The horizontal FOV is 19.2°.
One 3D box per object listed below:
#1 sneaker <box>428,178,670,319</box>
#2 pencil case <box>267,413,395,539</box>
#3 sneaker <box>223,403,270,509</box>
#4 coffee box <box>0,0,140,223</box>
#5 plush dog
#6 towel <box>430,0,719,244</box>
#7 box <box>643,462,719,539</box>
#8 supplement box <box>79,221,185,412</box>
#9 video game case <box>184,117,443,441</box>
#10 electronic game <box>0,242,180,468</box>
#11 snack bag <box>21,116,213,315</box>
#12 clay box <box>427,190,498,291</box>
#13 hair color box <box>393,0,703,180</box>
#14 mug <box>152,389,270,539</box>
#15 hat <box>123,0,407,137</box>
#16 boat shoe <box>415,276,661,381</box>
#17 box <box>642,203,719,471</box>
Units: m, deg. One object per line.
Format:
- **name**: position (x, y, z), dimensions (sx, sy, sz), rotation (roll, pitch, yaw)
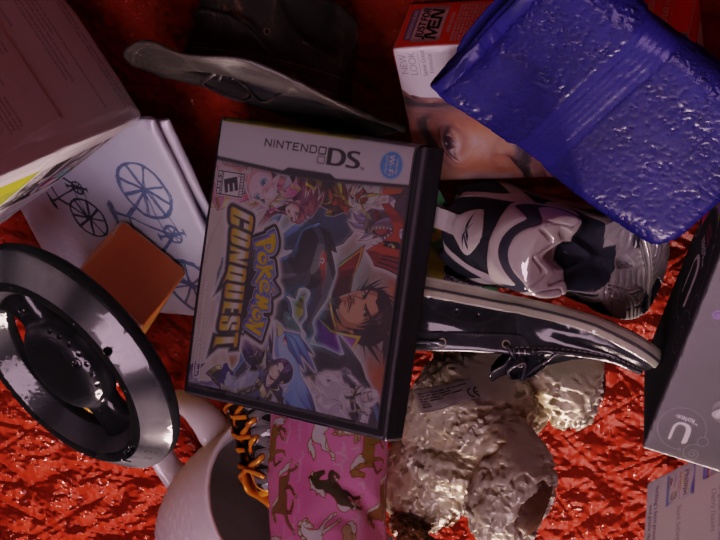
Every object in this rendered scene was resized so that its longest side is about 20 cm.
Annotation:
- **sneaker**: position (0.123, -0.021, 1.490), dimensions (0.129, 0.199, 0.080), rotation (23, 106, 37)
- **pencil case**: position (-0.019, 0.120, 1.525), dimensions (0.082, 0.201, 0.086), rotation (-5, 170, 38)
- **sneaker**: position (-0.062, 0.130, 1.586), dimensions (0.201, 0.077, 0.078), rotation (56, 153, 2)
- **coffee box**: position (-0.317, -0.116, 1.450), dimensions (0.197, 0.200, 0.200), rotation (-33, 91, 33)
- **plush dog**: position (0.070, 0.128, 1.574), dimensions (0.160, 0.200, 0.172), rotation (31, 133, 2)
- **towel**: position (0.163, -0.114, 1.372), dimensions (0.200, 0.050, 0.148), rotation (35, 133, -13)
- **box**: position (0.339, 0.204, 1.569), dimensions (0.183, 0.105, 0.200), rotation (32, 138, -25)
- **supplement box**: position (-0.202, 0.047, 1.625), dimensions (0.069, 0.067, 0.200), rotation (38, 144, -2)
- **video game case**: position (-0.036, 0.002, 1.478), dimensions (0.180, 0.025, 0.201), rotation (10, 94, 34)
- **electronic game**: position (-0.211, 0.064, 1.559), dimensions (0.199, 0.042, 0.201), rotation (28, 142, 24)
- **snack bag**: position (-0.183, -0.039, 1.591), dimensions (0.199, 0.021, 0.189), rotation (3, 131, 39)
- **clay box**: position (0.000, 0.000, 1.580), dimensions (0.199, 0.048, 0.115), rotation (-19, 117, 27)
- **hair color box**: position (0.132, -0.124, 1.439), dimensions (0.199, 0.064, 0.111), rotation (-1, 126, 18)
- **mug**: position (-0.103, 0.182, 1.692), dimensions (0.200, 0.147, 0.175), rotation (53, 147, 1)
- **hat**: position (-0.056, -0.152, 1.450), dimensions (0.199, 0.201, 0.081), rotation (15, 85, 4)
- **boat shoe**: position (0.108, 0.048, 1.472), dimensions (0.199, 0.075, 0.063), rotation (12, 88, 4)
- **box**: position (0.271, 0.027, 1.454), dimensions (0.105, 0.122, 0.201), rotation (17, 118, 0)
